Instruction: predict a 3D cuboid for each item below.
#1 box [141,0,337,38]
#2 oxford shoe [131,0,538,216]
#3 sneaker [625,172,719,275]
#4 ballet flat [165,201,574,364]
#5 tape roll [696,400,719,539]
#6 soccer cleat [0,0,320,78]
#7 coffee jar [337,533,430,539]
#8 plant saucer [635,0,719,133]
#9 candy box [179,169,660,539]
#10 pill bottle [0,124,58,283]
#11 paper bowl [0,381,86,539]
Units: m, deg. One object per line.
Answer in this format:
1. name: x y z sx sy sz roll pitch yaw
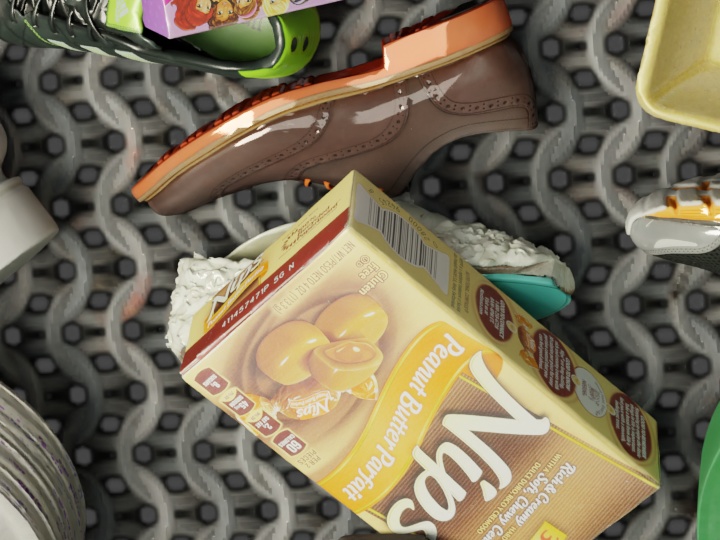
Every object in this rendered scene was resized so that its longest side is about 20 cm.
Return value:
1. box: -0.010 -0.193 1.157 0.199 0.039 0.138 -15 109 -19
2. oxford shoe: -0.012 -0.059 1.221 0.199 0.071 0.073 -22 99 11
3. sneaker: 0.219 0.003 1.189 0.199 0.078 0.078 11 107 8
4. ballet flat: 0.000 0.000 1.232 0.199 0.072 0.072 -10 96 9
5. tape roll: 0.254 0.109 1.178 0.199 0.048 0.201 5 120 8
6. soccer cleat: -0.117 -0.131 1.220 0.199 0.081 0.068 11 100 8
7. coffee jar: 0.017 0.226 1.208 0.085 0.104 0.201 -2 118 17
8. plant saucer: 0.243 -0.149 1.176 0.199 0.048 0.201 14 100 8
9. candy box: 0.030 0.060 1.193 0.200 0.055 0.115 40 118 -19
10. pill bottle: -0.241 -0.068 1.233 0.114 0.114 0.200 -38 90 12
11. paper bowl: -0.237 0.135 1.227 0.199 0.105 0.201 5 130 6
